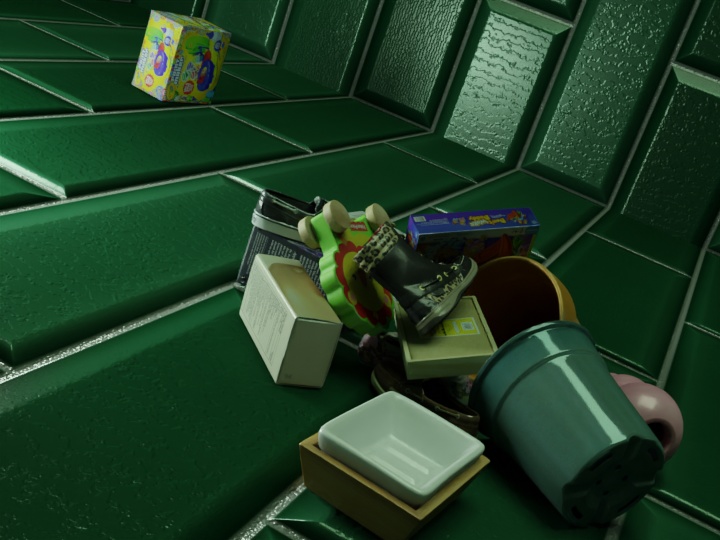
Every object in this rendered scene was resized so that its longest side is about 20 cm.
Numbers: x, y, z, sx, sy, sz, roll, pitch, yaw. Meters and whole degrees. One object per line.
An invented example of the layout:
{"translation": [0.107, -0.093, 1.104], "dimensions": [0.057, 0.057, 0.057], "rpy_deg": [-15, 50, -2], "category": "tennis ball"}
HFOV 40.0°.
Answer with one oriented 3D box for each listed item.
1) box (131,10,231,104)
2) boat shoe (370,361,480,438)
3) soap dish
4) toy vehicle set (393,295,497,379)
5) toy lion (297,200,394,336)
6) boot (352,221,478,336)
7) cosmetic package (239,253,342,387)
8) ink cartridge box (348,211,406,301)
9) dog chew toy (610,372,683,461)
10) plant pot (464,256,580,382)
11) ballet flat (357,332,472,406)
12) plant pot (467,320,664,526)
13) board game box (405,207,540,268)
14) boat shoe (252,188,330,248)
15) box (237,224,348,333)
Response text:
{"translation": [-0.466, -0.552, 2.579], "dimensions": [0.122, 0.201, 0.192], "rpy_deg": [30, 21, 27], "category": "box"}
{"translation": [0.092, 0.168, 1.329], "dimensions": [0.074, 0.075, 0.202], "rpy_deg": [3, 25, -42], "category": "boat shoe"}
{"translation": [0.038, 0.220, 1.116], "dimensions": [0.157, 0.082, 0.200], "rpy_deg": [28, 20, 22], "category": "soap dish"}
{"translation": [0.116, 0.090, 1.379], "dimensions": [0.123, 0.027, 0.200], "rpy_deg": [-4, 21, -1], "category": "toy vehicle set"}
{"translation": [0.000, 0.000, 1.426], "dimensions": [0.199, 0.068, 0.193], "rpy_deg": [-4, 68, -61], "category": "toy lion"}
{"translation": [0.079, -0.008, 1.396], "dimensions": [0.150, 0.073, 0.200], "rpy_deg": [43, 36, -1], "category": "boot"}
{"translation": [-0.100, 0.066, 1.370], "dimensions": [0.071, 0.106, 0.200], "rpy_deg": [9, 23, -26], "category": "cosmetic package"}
{"translation": [0.033, -0.028, 1.804], "dimensions": [0.199, 0.085, 0.144], "rpy_deg": [29, 20, 25], "category": "ink cartridge box"}
{"translation": [0.391, 0.211, 1.464], "dimensions": [0.123, 0.126, 0.200], "rpy_deg": [16, 11, -12], "category": "dog chew toy"}
{"translation": [0.257, 0.104, 1.515], "dimensions": [0.200, 0.201, 0.183], "rpy_deg": [37, 5, 42], "category": "plant pot"}
{"translation": [0.092, 0.135, 1.429], "dimensions": [0.199, 0.072, 0.069], "rpy_deg": [24, 17, 9], "category": "ballet flat"}
{"translation": [0.269, 0.204, 1.261], "dimensions": [0.199, 0.201, 0.196], "rpy_deg": [8, 30, -32], "category": "plant pot"}
{"translation": [0.163, -0.026, 1.520], "dimensions": [0.198, 0.135, 0.045], "rpy_deg": [-5, 44, -17], "category": "board game box"}
{"translation": [-0.066, -0.080, 1.540], "dimensions": [0.198, 0.068, 0.072], "rpy_deg": [16, 19, -14], "category": "boat shoe"}
{"translation": [-0.070, 0.004, 1.577], "dimensions": [0.199, 0.105, 0.148], "rpy_deg": [26, 19, 18], "category": "box"}
